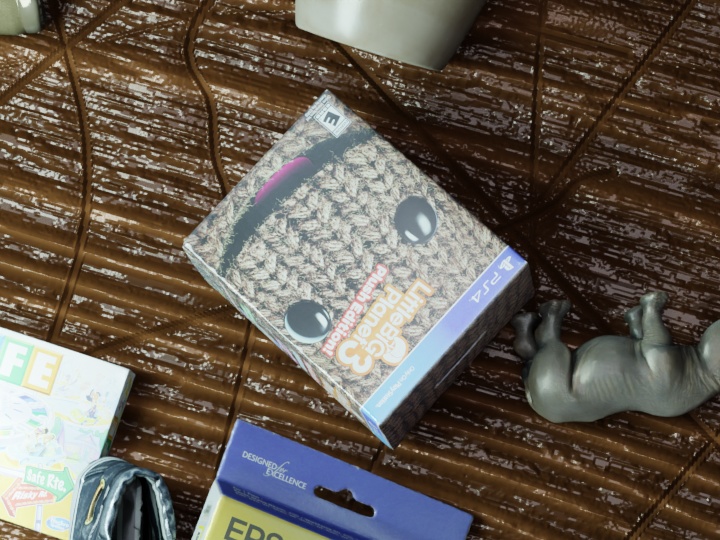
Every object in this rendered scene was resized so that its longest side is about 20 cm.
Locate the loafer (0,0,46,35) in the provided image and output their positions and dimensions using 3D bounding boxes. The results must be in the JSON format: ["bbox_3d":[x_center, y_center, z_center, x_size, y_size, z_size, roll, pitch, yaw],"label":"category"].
[{"bbox_3d":[-0.299,-0.270,1.750,0.067,0.076,0.201,-19,80,-7],"label":"loafer"}]

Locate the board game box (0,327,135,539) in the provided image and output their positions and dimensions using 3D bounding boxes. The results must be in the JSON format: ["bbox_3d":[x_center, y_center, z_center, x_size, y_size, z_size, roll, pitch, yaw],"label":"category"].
[{"bbox_3d":[-0.283,0.108,1.704,0.199,0.034,0.135,17,81,5],"label":"board game box"}]

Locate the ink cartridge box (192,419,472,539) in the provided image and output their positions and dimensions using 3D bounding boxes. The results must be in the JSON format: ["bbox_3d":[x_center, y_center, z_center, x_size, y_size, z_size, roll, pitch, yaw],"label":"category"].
[{"bbox_3d":[-0.032,0.235,1.627,0.197,0.047,0.201,23,83,-15],"label":"ink cartridge box"}]

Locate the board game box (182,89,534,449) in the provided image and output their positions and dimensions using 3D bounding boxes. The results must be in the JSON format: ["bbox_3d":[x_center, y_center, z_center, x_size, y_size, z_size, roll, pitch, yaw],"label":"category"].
[{"bbox_3d":[0.000,0.000,1.668,0.200,0.097,0.160,41,84,15],"label":"board game box"}]

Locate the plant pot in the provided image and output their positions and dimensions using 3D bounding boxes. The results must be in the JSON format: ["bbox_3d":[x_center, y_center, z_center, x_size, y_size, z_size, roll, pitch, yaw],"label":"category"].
[{"bbox_3d":[0.033,-0.246,1.689,0.199,0.200,0.174,17,98,5],"label":"plant pot"}]

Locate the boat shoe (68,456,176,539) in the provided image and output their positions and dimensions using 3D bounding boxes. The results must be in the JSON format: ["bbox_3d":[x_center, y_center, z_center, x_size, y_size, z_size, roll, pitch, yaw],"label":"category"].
[{"bbox_3d":[-0.175,0.235,1.632,0.070,0.091,0.202,2,88,-23],"label":"boat shoe"}]

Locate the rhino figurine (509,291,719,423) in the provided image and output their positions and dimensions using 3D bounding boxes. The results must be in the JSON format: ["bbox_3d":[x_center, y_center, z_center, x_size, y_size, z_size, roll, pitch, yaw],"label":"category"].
[{"bbox_3d":[0.211,0.065,1.675,0.199,0.060,0.088,-4,74,4],"label":"rhino figurine"}]
